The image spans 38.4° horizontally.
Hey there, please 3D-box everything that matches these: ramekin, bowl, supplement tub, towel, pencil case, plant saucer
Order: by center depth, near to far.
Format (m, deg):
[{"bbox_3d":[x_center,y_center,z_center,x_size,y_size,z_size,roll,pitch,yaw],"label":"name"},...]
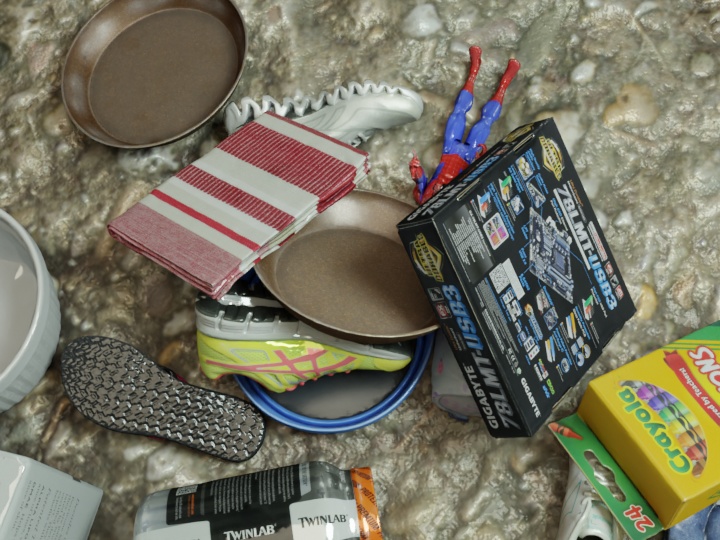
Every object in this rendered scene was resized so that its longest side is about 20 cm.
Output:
[{"bbox_3d":[-0.079,0.229,0.859,0.196,0.123,0.125,-11,72,-1],"label":"supplement tub"},{"bbox_3d":[0.000,0.000,0.893,0.196,0.037,0.202,8,38,-6],"label":"plant saucer"},{"bbox_3d":[-0.102,-0.063,0.895,0.143,0.023,0.200,27,54,34],"label":"towel"},{"bbox_3d":[0.118,0.033,0.937,0.089,0.083,0.204,12,72,-14],"label":"pencil case"},{"bbox_3d":[-0.369,0.044,0.939,0.196,0.105,0.204,-1,71,2],"label":"ramekin"},{"bbox_3d":[-0.029,0.051,0.958,0.196,0.039,0.204,-1,72,2],"label":"bowl"},{"bbox_3d":[-0.202,-0.201,1.034,0.196,0.035,0.204,-6,63,11],"label":"plant saucer"}]

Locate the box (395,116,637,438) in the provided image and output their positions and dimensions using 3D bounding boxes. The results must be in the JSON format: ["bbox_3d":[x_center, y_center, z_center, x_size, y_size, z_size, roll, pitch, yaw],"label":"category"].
[{"bbox_3d":[0.139,0.002,0.874,0.198,0.049,0.202,-40,110,-41],"label":"box"}]

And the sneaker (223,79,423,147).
[{"bbox_3d":[-0.034,-0.133,1.007,0.196,0.075,0.083,-9,79,8],"label":"sneaker"}]

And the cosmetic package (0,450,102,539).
[{"bbox_3d":[-0.332,0.221,0.829,0.162,0.200,0.168,16,74,7],"label":"cosmetic package"}]

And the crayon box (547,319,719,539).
[{"bbox_3d":[0.274,0.130,0.870,0.197,0.051,0.128,-21,55,-23],"label":"crayon box"}]

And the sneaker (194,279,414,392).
[{"bbox_3d":[-0.051,0.067,0.903,0.196,0.092,0.079,9,30,-11],"label":"sneaker"}]

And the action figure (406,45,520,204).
[{"bbox_3d":[0.096,-0.129,0.986,0.064,0.099,0.203,19,76,9],"label":"action figure"}]

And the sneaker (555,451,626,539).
[{"bbox_3d":[0.206,0.202,0.881,0.069,0.080,0.203,15,72,9],"label":"sneaker"}]

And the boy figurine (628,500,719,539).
[{"bbox_3d":[0.274,0.276,0.862,0.123,0.065,0.203,22,75,9],"label":"boy figurine"}]

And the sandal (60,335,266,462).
[{"bbox_3d":[-0.182,0.122,0.945,0.197,0.045,0.076,24,79,-6],"label":"sandal"}]
